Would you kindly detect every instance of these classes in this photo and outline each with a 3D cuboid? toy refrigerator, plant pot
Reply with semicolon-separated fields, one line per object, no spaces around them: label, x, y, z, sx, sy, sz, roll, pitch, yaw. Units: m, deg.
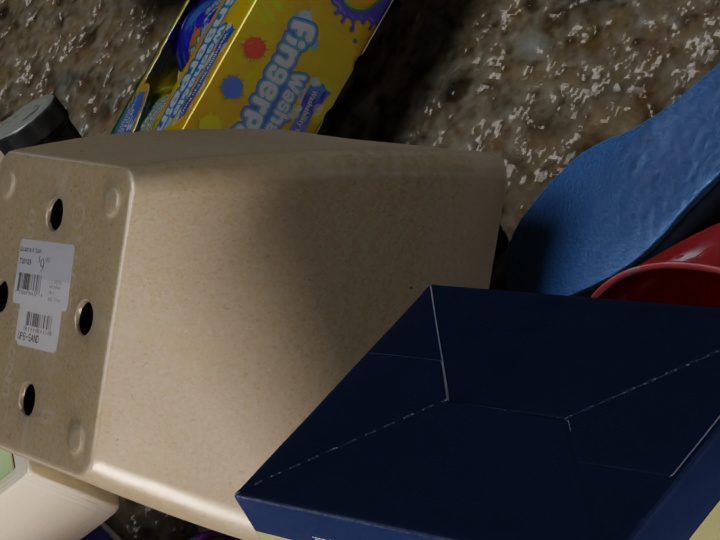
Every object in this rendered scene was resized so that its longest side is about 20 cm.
toy refrigerator;-0.191;0.053;1.193;0.076;0.070;0.201;-37;48;24
plant pot;-0.073;0.027;1.067;0.199;0.176;0.201;11;93;55

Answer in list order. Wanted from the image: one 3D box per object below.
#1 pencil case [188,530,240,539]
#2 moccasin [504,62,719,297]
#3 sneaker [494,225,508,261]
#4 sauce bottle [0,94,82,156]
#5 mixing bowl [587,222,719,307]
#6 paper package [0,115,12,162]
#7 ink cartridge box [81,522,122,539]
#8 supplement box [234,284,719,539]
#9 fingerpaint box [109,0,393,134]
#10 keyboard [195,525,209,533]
pencil case;-0.119;0.218;1.177;0.200;0.085;0.093;-41;26;22
moccasin;0.158;-0.035;1.059;0.200;0.068;0.081;-34;53;29
sneaker;0.002;0.002;1.183;0.199;0.060;0.104;15;61;50
sauce bottle;-0.123;-0.004;1.227;0.066;0.200;0.066;-29;23;14
mixing bowl;0.196;0.044;0.898;0.200;0.201;0.108;7;43;48
paper package;-0.215;0.049;1.357;0.200;0.103;0.191;-47;41;21
ink cartridge box;-0.205;0.207;1.204;0.196;0.043;0.200;-46;9;-12
supplement box;0.096;0.129;0.885;0.200;0.200;0.134;5;42;48
fingerpaint box;-0.060;-0.126;1.296;0.201;0.073;0.167;-60;19;0
keyboard;-0.095;0.090;1.292;0.056;0.011;0.200;-47;41;8
